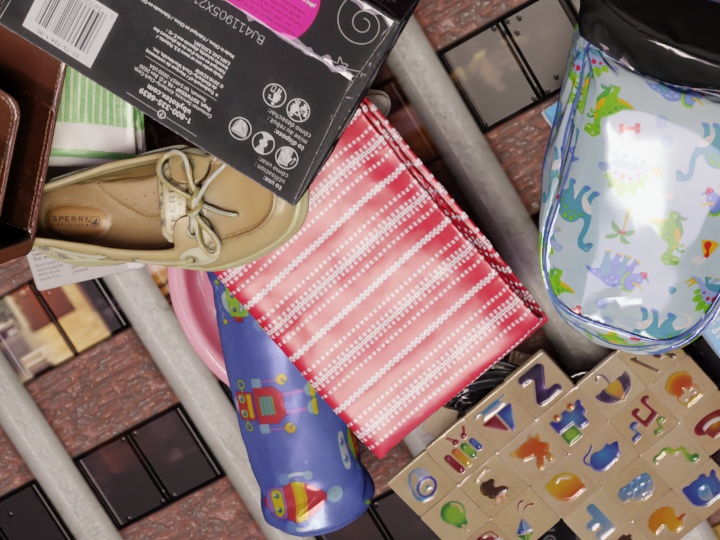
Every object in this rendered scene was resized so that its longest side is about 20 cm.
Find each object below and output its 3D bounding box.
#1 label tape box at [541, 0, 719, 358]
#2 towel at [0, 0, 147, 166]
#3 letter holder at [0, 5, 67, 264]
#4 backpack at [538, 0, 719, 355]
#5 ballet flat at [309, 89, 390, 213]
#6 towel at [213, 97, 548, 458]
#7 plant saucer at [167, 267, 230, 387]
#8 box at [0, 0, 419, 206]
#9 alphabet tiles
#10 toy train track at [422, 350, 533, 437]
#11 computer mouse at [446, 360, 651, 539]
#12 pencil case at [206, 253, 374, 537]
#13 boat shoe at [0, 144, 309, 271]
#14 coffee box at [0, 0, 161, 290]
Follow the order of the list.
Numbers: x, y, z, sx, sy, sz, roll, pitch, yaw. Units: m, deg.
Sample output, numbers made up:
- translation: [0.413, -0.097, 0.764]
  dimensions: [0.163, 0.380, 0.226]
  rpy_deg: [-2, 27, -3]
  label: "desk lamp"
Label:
- translation: [0.230, -0.065, 1.485]
  dimensions: [0.143, 0.066, 0.200]
  rpy_deg: [-35, 97, 18]
  label: "label tape box"
- translation: [-0.206, -0.161, 1.420]
  dimensions: [0.151, 0.023, 0.202]
  rpy_deg: [0, 108, 7]
  label: "towel"
- translation: [-0.286, -0.099, 1.374]
  dimensions: [0.199, 0.100, 0.143]
  rpy_deg: [21, 108, 19]
  label: "letter holder"
- translation: [0.177, -0.051, 1.402]
  dimensions: [0.162, 0.154, 0.201]
  rpy_deg: [19, 123, -3]
  label: "backpack"
- translation: [-0.011, -0.125, 1.471]
  dimensions: [0.070, 0.071, 0.202]
  rpy_deg: [-2, 82, 9]
  label: "ballet flat"
- translation: [0.000, 0.000, 1.436]
  dimensions: [0.144, 0.023, 0.200]
  rpy_deg: [-39, 100, 12]
  label: "towel"
- translation: [-0.026, -0.002, 1.553]
  dimensions: [0.199, 0.051, 0.202]
  rpy_deg: [3, 109, 7]
  label: "plant saucer"
- translation: [-0.080, -0.153, 1.329]
  dimensions: [0.199, 0.115, 0.133]
  rpy_deg: [32, 114, 1]
  label: "box"
- translation: [0.144, 0.128, 1.518]
  dimensions: [0.200, 0.008, 0.167]
  rpy_deg: [-41, 109, 9]
  label: "alphabet tiles"
- translation: [0.140, 0.123, 1.580]
  dimensions: [0.198, 0.033, 0.116]
  rpy_deg: [13, 111, 3]
  label: "toy train track"
- translation: [0.111, 0.147, 1.554]
  dimensions: [0.137, 0.053, 0.202]
  rpy_deg: [3, 110, -7]
  label: "computer mouse"
- translation: [-0.043, 0.070, 1.512]
  dimensions: [0.078, 0.087, 0.202]
  rpy_deg: [-2, 109, 32]
  label: "pencil case"
- translation: [-0.124, -0.034, 1.398]
  dimensions: [0.199, 0.063, 0.074]
  rpy_deg: [-10, 83, 29]
  label: "boat shoe"
- translation: [-0.189, -0.104, 1.508]
  dimensions: [0.079, 0.113, 0.201]
  rpy_deg: [-13, 107, 12]
  label: "coffee box"
